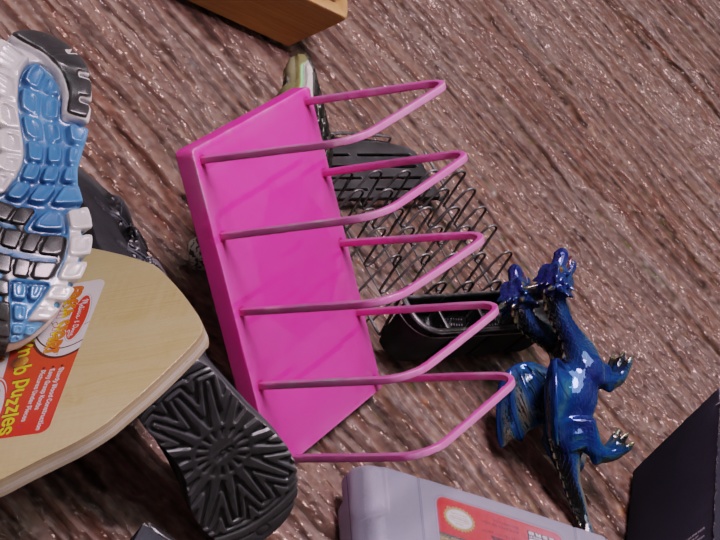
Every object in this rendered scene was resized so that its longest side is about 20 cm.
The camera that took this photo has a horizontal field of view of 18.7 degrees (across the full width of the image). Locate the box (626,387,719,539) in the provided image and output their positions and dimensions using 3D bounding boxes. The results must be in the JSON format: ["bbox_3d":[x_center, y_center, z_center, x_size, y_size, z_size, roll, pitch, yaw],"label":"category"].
[{"bbox_3d":[0.278,0.211,1.422,0.199,0.104,0.183,32,37,-12],"label":"box"}]

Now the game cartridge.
[{"bbox_3d":[0.080,0.200,1.310,0.199,0.041,0.134,19,47,-25],"label":"game cartridge"}]

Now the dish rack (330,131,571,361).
[{"bbox_3d":[0.038,-0.025,1.498,0.153,0.055,0.201,-1,52,-44],"label":"dish rack"}]

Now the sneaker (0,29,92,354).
[{"bbox_3d":[-0.190,-0.030,1.203,0.074,0.087,0.201,17,51,-16],"label":"sneaker"}]

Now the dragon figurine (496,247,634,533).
[{"bbox_3d":[0.126,0.090,1.426,0.099,0.059,0.202,19,72,-39],"label":"dragon figurine"}]

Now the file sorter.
[{"bbox_3d":[0.000,0.000,1.293,0.139,0.125,0.202,-35,115,-55],"label":"file sorter"}]

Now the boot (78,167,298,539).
[{"bbox_3d":[-0.118,0.047,1.266,0.200,0.065,0.165,50,-12,46],"label":"boot"}]

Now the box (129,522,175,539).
[{"bbox_3d":[-0.090,0.244,1.106,0.160,0.044,0.200,37,36,-5],"label":"box"}]

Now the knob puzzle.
[{"bbox_3d":[-0.170,0.058,1.145,0.220,0.218,0.031,-75,151,-51],"label":"knob puzzle"}]

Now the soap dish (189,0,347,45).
[{"bbox_3d":[-0.105,-0.259,1.593,0.199,0.081,0.158,22,39,-23],"label":"soap dish"}]

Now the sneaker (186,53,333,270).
[{"bbox_3d":[-0.069,-0.070,1.424,0.088,0.077,0.201,0,44,10],"label":"sneaker"}]
